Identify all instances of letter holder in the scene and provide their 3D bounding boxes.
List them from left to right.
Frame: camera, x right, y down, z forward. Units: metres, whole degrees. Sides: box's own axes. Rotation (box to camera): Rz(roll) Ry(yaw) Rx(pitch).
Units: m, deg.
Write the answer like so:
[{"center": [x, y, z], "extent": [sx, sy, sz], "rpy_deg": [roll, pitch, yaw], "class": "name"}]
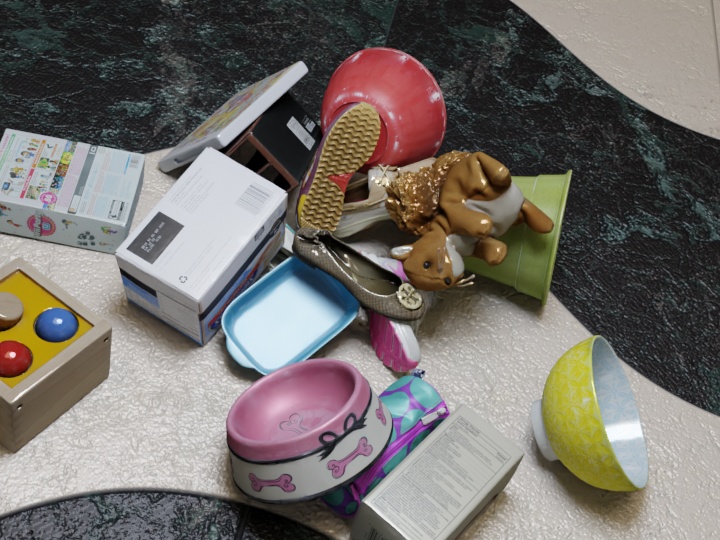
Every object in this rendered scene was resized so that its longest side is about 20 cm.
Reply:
[{"center": [-0.152, -0.162, 1.529], "extent": [0.101, 0.142, 0.200], "rpy_deg": [46, 26, -15], "class": "letter holder"}]

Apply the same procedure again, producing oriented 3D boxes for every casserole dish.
[{"center": [-0.092, 0.060, 1.361], "extent": [0.200, 0.039, 0.121], "rpy_deg": [-39, 81, -23], "class": "casserole dish"}]

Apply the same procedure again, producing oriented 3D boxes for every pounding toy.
[{"center": [-0.428, 0.078, 1.205], "extent": [0.200, 0.142, 0.184], "rpy_deg": [34, 48, 15], "class": "pounding toy"}]

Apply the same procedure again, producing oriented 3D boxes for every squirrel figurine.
[{"center": [0.118, -0.063, 1.385], "extent": [0.187, 0.142, 0.200], "rpy_deg": [-49, 46, 1], "class": "squirrel figurine"}]

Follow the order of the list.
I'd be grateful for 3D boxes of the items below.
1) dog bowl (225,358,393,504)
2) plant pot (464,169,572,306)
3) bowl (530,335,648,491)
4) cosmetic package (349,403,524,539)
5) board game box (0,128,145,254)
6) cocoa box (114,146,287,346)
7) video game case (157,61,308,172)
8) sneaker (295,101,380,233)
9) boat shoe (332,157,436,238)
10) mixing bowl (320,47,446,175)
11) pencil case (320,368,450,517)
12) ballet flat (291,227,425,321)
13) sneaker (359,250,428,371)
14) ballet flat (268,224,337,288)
[{"center": [-0.067, 0.177, 1.197], "extent": [0.200, 0.074, 0.200], "rpy_deg": [-16, 25, 8], "class": "dog bowl"}, {"center": [0.196, -0.063, 1.509], "extent": [0.190, 0.200, 0.200], "rpy_deg": [10, 45, 11], "class": "plant pot"}, {"center": [0.282, 0.191, 1.317], "extent": [0.108, 0.200, 0.200], "rpy_deg": [-19, 41, 24], "class": "bowl"}, {"center": [0.092, 0.265, 1.223], "extent": [0.103, 0.087, 0.200], "rpy_deg": [38, 50, 20], "class": "cosmetic package"}, {"center": [-0.414, -0.111, 1.439], "extent": [0.200, 0.064, 0.148], "rpy_deg": [12, 45, -8], "class": "board game box"}, {"center": [-0.203, -0.031, 1.352], "extent": [0.133, 0.131, 0.200], "rpy_deg": [30, 62, 12], "class": "cocoa box"}, {"center": [-0.190, -0.227, 1.530], "extent": [0.200, 0.182, 0.023], "rpy_deg": [-48, 112, -33], "class": "video game case"}, {"center": [-0.041, -0.146, 1.448], "extent": [0.075, 0.200, 0.090], "rpy_deg": [25, 4, -20], "class": "sneaker"}, {"center": [0.028, -0.115, 1.493], "extent": [0.200, 0.069, 0.074], "rpy_deg": [-26, 34, 15], "class": "boat shoe"}, {"center": [0.016, -0.219, 1.532], "extent": [0.200, 0.200, 0.108], "rpy_deg": [29, 33, 11], "class": "mixing bowl"}, {"center": [0.025, 0.209, 1.254], "extent": [0.200, 0.092, 0.085], "rpy_deg": [-39, 112, -37], "class": "pencil case"}, {"center": [0.000, 0.000, 1.353], "extent": [0.200, 0.046, 0.067], "rpy_deg": [33, 40, 6], "class": "ballet flat"}, {"center": [0.056, 0.050, 1.416], "extent": [0.088, 0.081, 0.200], "rpy_deg": [-4, 50, -17], "class": "sneaker"}, {"center": [-0.086, -0.011, 1.451], "extent": [0.200, 0.070, 0.069], "rpy_deg": [36, 49, 23], "class": "ballet flat"}]
